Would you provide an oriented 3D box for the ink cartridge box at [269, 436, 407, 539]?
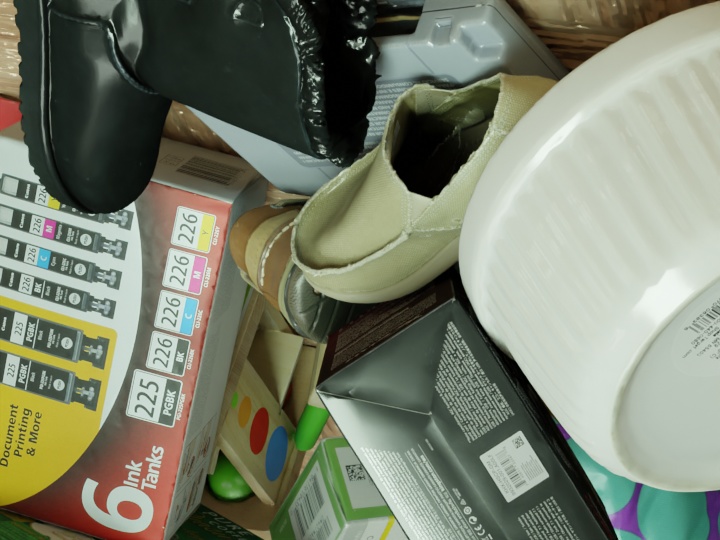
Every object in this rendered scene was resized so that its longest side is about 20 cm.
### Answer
[{"bbox_3d":[0.057,0.140,1.383,0.199,0.060,0.104,-4,147,-25],"label":"ink cartridge box"}]

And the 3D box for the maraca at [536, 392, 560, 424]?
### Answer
[{"bbox_3d":[0.140,0.037,1.189,0.136,0.108,0.200,22,-177,0],"label":"maraca"}]

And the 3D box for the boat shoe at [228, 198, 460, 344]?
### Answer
[{"bbox_3d":[0.000,0.000,1.226,0.074,0.076,0.200,32,-177,28],"label":"boat shoe"}]

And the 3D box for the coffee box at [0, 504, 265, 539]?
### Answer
[{"bbox_3d":[-0.136,0.160,1.270,0.123,0.044,0.199,22,-168,39],"label":"coffee box"}]

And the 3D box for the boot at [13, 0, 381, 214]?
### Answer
[{"bbox_3d":[-0.070,-0.085,1.050,0.161,0.073,0.199,19,137,22],"label":"boot"}]

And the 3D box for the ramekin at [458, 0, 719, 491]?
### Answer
[{"bbox_3d":[0.149,0.000,0.959,0.199,0.105,0.201,-16,141,-13],"label":"ramekin"}]

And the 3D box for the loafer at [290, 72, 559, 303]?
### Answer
[{"bbox_3d":[0.030,-0.044,1.045,0.068,0.076,0.199,33,143,-28],"label":"loafer"}]

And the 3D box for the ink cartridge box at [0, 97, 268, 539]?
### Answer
[{"bbox_3d":[-0.157,0.025,1.252,0.174,0.201,0.084,15,-163,9],"label":"ink cartridge box"}]

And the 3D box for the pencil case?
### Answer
[{"bbox_3d":[0.131,0.115,1.308,0.200,0.093,0.085,46,137,-14],"label":"pencil case"}]

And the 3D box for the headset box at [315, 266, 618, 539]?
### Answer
[{"bbox_3d":[0.050,0.082,1.079,0.149,0.077,0.200,58,-177,-5],"label":"headset box"}]

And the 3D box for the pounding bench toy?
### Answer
[{"bbox_3d":[-0.071,0.077,1.397,0.199,0.125,0.156,8,155,22],"label":"pounding bench toy"}]

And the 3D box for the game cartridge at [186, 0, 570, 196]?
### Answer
[{"bbox_3d":[0.015,-0.078,1.109,0.199,0.041,0.133,-1,146,39],"label":"game cartridge"}]
